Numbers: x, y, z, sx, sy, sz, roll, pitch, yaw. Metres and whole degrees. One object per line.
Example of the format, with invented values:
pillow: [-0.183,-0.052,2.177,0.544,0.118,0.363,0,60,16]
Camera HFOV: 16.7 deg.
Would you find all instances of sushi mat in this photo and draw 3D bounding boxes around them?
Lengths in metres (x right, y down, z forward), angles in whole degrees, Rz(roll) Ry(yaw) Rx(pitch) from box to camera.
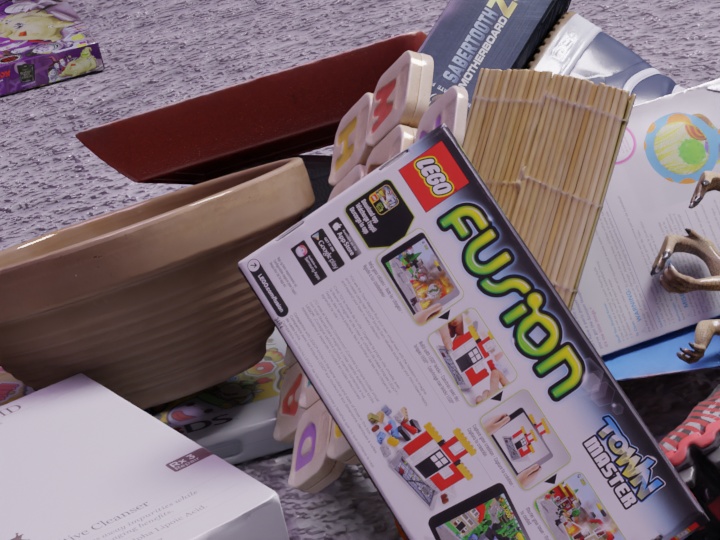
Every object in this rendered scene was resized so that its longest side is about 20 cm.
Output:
sushi mat: [0.068,0.001,1.188,0.095,0.201,0.012,15,-2,45]

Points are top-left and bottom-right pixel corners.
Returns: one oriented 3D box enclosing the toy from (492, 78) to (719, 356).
toy: [0.177,-0.032,1.235,0.199,0.116,0.047,-19,-16,-7]

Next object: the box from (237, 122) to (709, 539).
box: [0.046,0.051,1.032,0.110,0.200,0.035,-33,-17,4]

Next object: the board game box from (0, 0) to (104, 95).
board game box: [-0.284,-0.184,1.991,0.120,0.032,0.200,-20,23,-10]

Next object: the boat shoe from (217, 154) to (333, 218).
boat shoe: [-0.071,-0.033,1.469,0.199,0.072,0.062,-8,16,10]

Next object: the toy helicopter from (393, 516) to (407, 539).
toy helicopter: [0.029,0.056,1.141,0.079,0.133,0.200,5,-2,-28]

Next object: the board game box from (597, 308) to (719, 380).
board game box: [0.135,0.035,1.250,0.199,0.039,0.158,-9,24,11]

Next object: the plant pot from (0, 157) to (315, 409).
plant pot: [-0.110,0.017,1.244,0.200,0.093,0.201,-17,5,2]

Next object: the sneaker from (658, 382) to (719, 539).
sneaker: [0.190,0.057,1.065,0.200,0.071,0.098,-36,25,8]

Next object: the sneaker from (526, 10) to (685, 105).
sneaker: [0.109,-0.037,1.284,0.108,0.070,0.200,29,65,7]

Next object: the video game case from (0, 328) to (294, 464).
video game case: [-0.126,0.066,1.315,0.181,0.023,0.200,-15,22,-11]

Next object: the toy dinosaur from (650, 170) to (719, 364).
toy dinosaur: [0.197,-0.001,1.180,0.101,0.058,0.200,27,54,-1]

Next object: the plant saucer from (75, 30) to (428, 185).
plant saucer: [-0.044,-0.087,1.416,0.199,0.037,0.200,-16,-2,8]

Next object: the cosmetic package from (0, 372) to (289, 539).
cosmetic package: [-0.120,0.124,1.094,0.113,0.081,0.200,-24,26,-27]

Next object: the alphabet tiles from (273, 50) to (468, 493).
alphabet tiles: [0.000,0.000,1.165,0.015,0.201,0.196,15,-25,-18]

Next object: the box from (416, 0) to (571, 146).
box: [0.056,-0.094,1.341,0.051,0.200,0.158,29,70,6]
